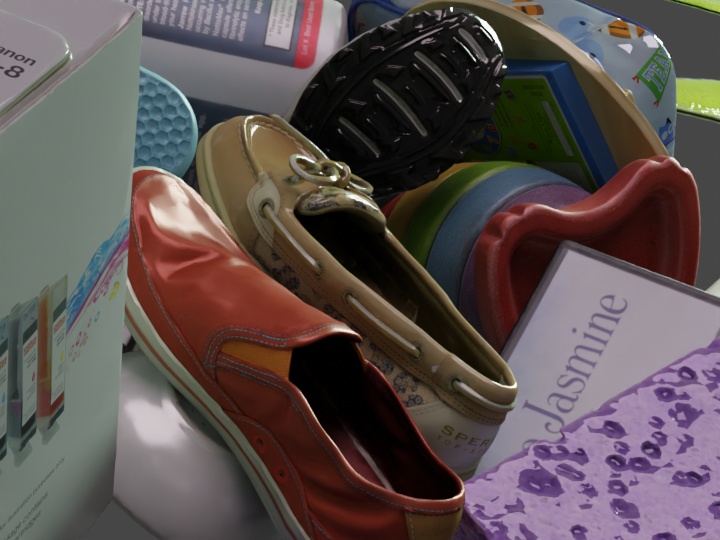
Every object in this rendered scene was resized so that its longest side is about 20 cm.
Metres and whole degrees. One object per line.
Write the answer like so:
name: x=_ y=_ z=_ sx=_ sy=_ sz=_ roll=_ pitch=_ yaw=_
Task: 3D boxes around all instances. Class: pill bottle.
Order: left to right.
pill bottle: x=-0.115 y=-0.109 z=1.103 sx=0.199 sy=0.120 sz=0.120 roll=12 pitch=21 yaw=-5

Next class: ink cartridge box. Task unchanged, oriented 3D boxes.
ink cartridge box: x=-0.164 y=0.011 z=0.605 sx=0.145 sy=0.201 sz=0.145 roll=20 pitch=37 yaw=16

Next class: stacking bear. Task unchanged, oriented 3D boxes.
stacking bear: x=0.054 y=-0.008 z=0.967 sx=0.121 sy=0.114 sz=0.200 roll=-20 pitch=24 yaw=-28

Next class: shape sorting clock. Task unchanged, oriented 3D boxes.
shape sorting clock: x=0.089 y=-0.054 z=1.010 sx=0.199 sy=0.201 sz=0.039 roll=26 pitch=56 yaw=31

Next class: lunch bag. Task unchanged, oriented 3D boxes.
lunch bag: x=0.083 y=-0.076 z=1.102 sx=0.199 sy=0.161 sz=0.075 roll=28 pitch=46 yaw=34

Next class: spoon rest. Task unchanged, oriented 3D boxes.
spoon rest: x=-0.051 y=0.054 z=0.810 sx=0.099 sy=0.061 sz=0.200 roll=42 pitch=30 yaw=2

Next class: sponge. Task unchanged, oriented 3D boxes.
sponge: x=0.143 y=0.081 z=0.745 sx=0.199 sy=0.030 sz=0.112 roll=-27 pitch=53 yaw=-21

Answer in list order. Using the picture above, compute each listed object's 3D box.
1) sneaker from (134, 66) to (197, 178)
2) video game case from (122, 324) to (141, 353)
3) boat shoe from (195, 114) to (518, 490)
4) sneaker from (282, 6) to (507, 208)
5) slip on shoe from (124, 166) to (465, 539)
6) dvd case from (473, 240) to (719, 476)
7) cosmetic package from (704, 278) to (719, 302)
sneaker: x=-0.187 y=-0.078 z=0.976 sx=0.199 sy=0.080 sz=0.131 roll=28 pitch=-20 yaw=-12
video game case: x=-0.195 y=0.031 z=0.811 sx=0.199 sy=0.036 sz=0.181 roll=13 pitch=21 yaw=0
boat shoe: x=0.000 y=0.000 z=0.813 sx=0.073 sy=0.063 sz=0.200 roll=0 pitch=45 yaw=-46
sneaker: x=-0.017 y=-0.049 z=0.933 sx=0.074 sy=0.200 sz=0.079 roll=46 pitch=8 yaw=-9
slip on shoe: x=-0.028 y=0.033 z=0.742 sx=0.074 sy=0.061 sz=0.200 roll=-6 pitch=53 yaw=-50
dvd case: x=0.140 y=0.078 z=0.798 sx=0.199 sy=0.018 sz=0.143 roll=21 pitch=65 yaw=21
cosmetic package: x=0.237 y=0.078 z=0.865 sx=0.199 sy=0.104 sz=0.087 roll=23 pitch=23 yaw=20
